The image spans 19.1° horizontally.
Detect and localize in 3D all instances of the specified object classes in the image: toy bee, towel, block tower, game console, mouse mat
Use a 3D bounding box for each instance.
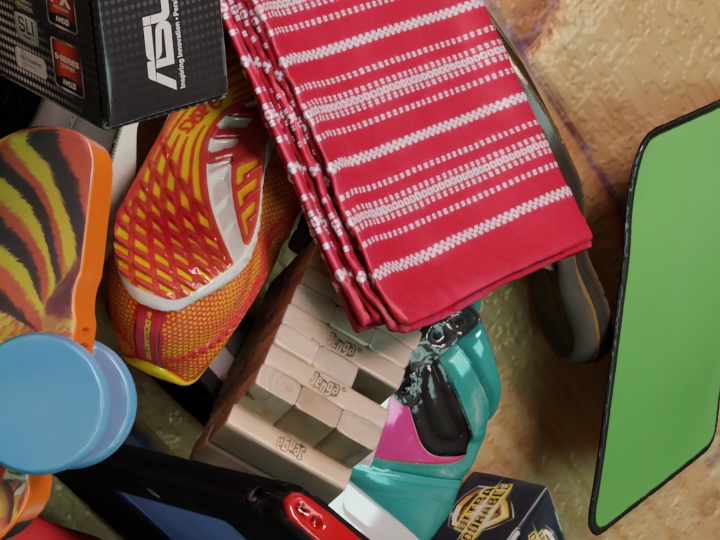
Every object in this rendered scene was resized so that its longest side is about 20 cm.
[{"bbox_3d":[-0.133,0.053,0.724,0.109,0.200,0.131,-5,156,3],"label":"toy bee"},{"bbox_3d":[0.012,-0.081,0.832,0.145,0.022,0.200,-20,85,-47],"label":"towel"},{"bbox_3d":[0.000,0.000,0.849,0.058,0.054,0.200,31,52,-12],"label":"block tower"},{"bbox_3d":[-0.025,0.129,0.841,0.177,0.200,0.031,42,70,-28],"label":"game console"},{"bbox_3d":[0.155,0.016,1.038,0.161,0.008,0.200,-24,122,-56],"label":"mouse mat"}]

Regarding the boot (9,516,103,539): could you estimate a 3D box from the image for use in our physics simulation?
[{"bbox_3d":[-0.157,0.062,0.816,0.200,0.072,0.144,19,94,-37],"label":"boot"}]

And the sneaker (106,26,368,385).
[{"bbox_3d":[-0.049,-0.041,0.838,0.200,0.073,0.077,-58,168,-39],"label":"sneaker"}]

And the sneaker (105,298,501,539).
[{"bbox_3d":[-0.009,0.032,0.908,0.121,0.084,0.200,-53,127,-12],"label":"sneaker"}]

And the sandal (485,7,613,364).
[{"bbox_3d":[0.065,-0.033,0.958,0.055,0.082,0.200,-22,129,-5],"label":"sandal"}]

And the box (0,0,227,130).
[{"bbox_3d":[-0.118,-0.147,0.675,0.044,0.200,0.160,-20,120,-30],"label":"box"}]

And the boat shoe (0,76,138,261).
[{"bbox_3d":[-0.111,-0.092,0.787,0.061,0.072,0.201,-1,111,-42],"label":"boat shoe"}]

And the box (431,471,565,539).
[{"bbox_3d":[0.059,0.224,1.031,0.159,0.046,0.200,-49,133,-36],"label":"box"}]
